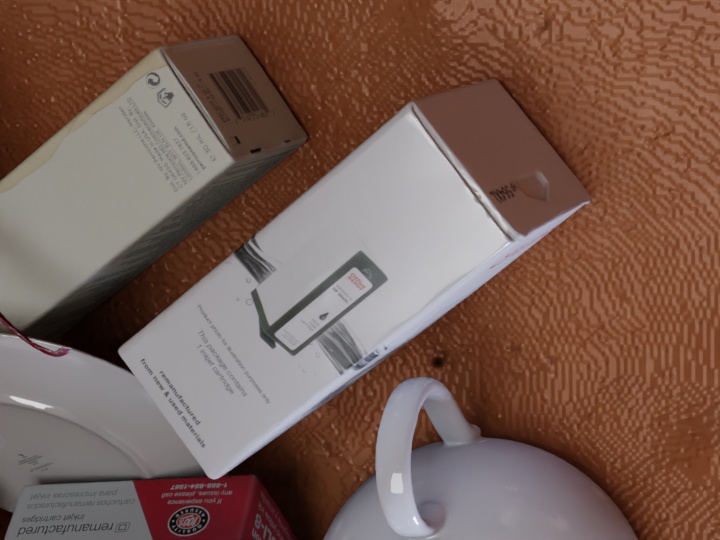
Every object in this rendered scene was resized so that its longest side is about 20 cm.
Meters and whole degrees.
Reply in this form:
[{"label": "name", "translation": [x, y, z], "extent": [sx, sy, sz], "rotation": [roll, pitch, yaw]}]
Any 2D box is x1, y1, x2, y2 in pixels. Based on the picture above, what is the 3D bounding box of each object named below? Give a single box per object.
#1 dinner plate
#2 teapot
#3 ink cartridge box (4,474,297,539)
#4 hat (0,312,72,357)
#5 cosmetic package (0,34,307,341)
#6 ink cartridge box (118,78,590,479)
[{"label": "dinner plate", "translation": [-0.170, 0.097, 1.033], "extent": [0.199, 0.024, 0.201], "rotation": [11, 145, 7]}, {"label": "teapot", "translation": [0.051, 0.183, 0.974], "extent": [0.200, 0.146, 0.198], "rotation": [40, 111, 9]}, {"label": "ink cartridge box", "translation": [-0.114, 0.230, 0.992], "extent": [0.144, 0.201, 0.145], "rotation": [-5, 137, 20]}, {"label": "hat", "translation": [-0.239, -0.028, 1.006], "extent": [0.175, 0.201, 0.166], "rotation": [24, 138, -17]}, {"label": "cosmetic package", "translation": [-0.135, -0.035, 1.017], "extent": [0.200, 0.103, 0.073], "rotation": [-35, 86, 22]}, {"label": "ink cartridge box", "translation": [0.000, 0.000, 0.952], "extent": [0.200, 0.146, 0.084], "rotation": [-39, 85, 22]}]
